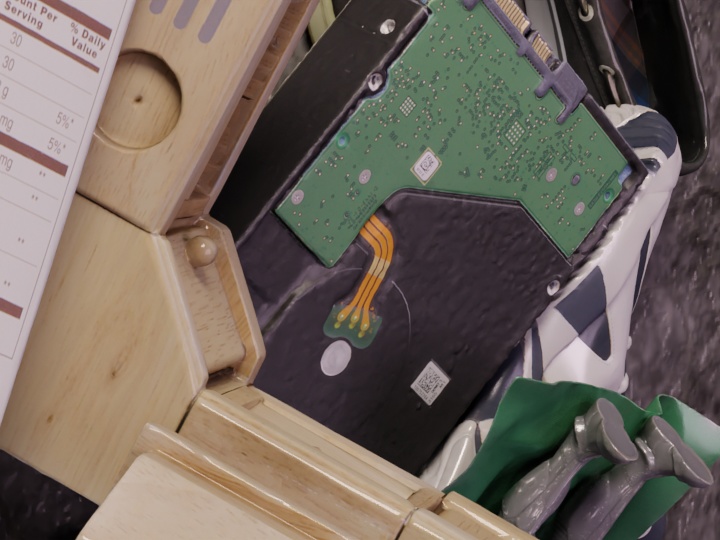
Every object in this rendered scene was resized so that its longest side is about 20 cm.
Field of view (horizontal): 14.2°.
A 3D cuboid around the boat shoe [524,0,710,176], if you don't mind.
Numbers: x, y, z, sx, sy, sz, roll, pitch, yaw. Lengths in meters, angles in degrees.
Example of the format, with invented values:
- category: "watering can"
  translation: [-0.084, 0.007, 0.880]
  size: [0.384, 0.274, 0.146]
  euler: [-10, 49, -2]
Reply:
- category: "boat shoe"
  translation: [0.093, -0.126, 1.099]
  size: [0.069, 0.057, 0.200]
  euler: [-37, 123, -40]

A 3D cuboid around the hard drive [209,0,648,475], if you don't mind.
- category: "hard drive"
  translation: [0.000, 0.000, 0.986]
  size: [0.200, 0.038, 0.140]
  euler: [-52, 135, -7]

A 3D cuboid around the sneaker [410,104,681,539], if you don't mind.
- category: "sneaker"
  translation: [0.078, 0.045, 1.093]
  size: [0.130, 0.079, 0.199]
  euler: [46, 63, -45]

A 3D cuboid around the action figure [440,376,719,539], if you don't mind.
- category: "action figure"
  translation: [0.036, 0.123, 1.013]
  size: [0.118, 0.055, 0.200]
  euler: [19, 121, -41]

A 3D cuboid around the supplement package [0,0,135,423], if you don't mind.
- category: "supplement package"
  translation: [-0.157, -0.029, 0.774]
  size: [0.117, 0.117, 0.200]
  euler: [27, 75, -47]

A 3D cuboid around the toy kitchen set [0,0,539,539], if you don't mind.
- category: "toy kitchen set"
  translation: [-0.007, 0.011, 0.797]
  size: [0.181, 0.200, 0.163]
  euler: [-62, 172, 8]

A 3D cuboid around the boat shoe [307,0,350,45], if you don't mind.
- category: "boat shoe"
  translation: [0.018, -0.125, 1.003]
  size: [0.072, 0.066, 0.201]
  euler: [-40, 125, -39]
